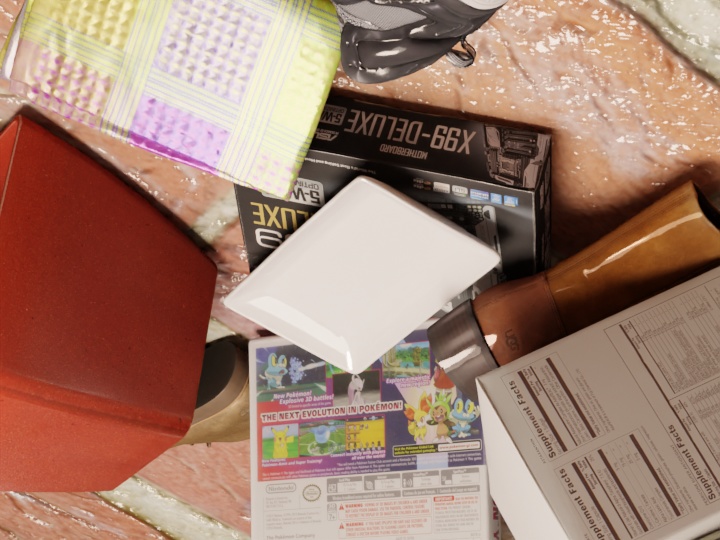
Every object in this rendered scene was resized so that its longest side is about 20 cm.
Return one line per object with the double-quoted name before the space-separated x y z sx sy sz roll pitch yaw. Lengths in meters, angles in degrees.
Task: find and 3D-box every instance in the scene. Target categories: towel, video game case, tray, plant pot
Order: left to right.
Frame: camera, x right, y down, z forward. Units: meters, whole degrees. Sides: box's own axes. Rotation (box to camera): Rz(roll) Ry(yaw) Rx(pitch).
"plant pot" -0.210 0.047 1.706 0.176 0.201 0.200 22 147 -22
"towel" -0.113 -0.137 1.492 0.199 0.023 0.144 23 120 1
"tray" 0.000 0.000 1.583 0.107 0.022 0.200 30 145 -14
"video game case" 0.007 0.129 1.721 0.199 0.183 0.023 -7 169 34

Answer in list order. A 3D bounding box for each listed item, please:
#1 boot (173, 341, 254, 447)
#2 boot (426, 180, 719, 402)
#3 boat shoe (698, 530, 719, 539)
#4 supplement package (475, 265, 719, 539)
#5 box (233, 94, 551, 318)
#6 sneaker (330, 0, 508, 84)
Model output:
"boot" -0.133 0.115 1.862 0.075 0.074 0.199 32 143 -34
"boot" 0.166 0.034 1.579 0.199 0.069 0.188 -30 134 15
"boat shoe" 0.224 0.186 1.434 0.199 0.062 0.075 -24 148 -7
"supplement package" 0.194 0.117 1.514 0.199 0.151 0.152 -24 148 -9
"box" 0.021 -0.038 1.583 0.199 0.050 0.158 12 146 12
"sneaker" -0.015 -0.168 1.400 0.199 0.076 0.114 19 143 -3
